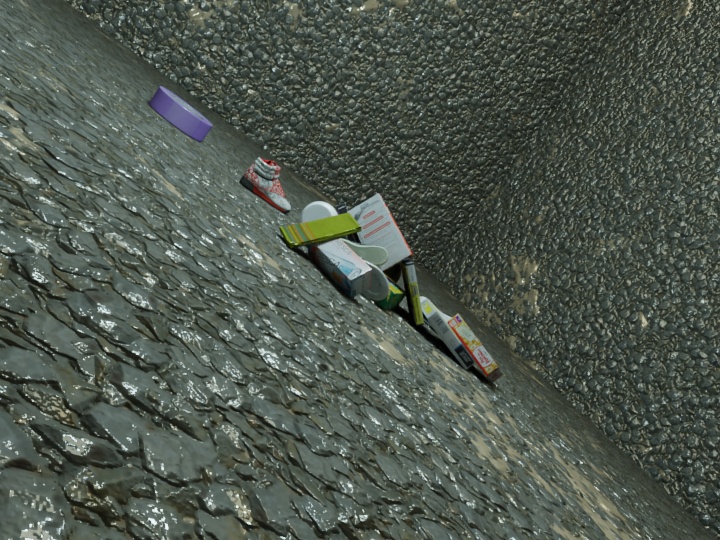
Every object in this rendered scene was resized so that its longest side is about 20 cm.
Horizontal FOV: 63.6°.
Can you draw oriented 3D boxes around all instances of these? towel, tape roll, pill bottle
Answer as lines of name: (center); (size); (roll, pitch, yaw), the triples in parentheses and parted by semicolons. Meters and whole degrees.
towel: (-0.100, -0.106, 1.459); (0.197, 0.018, 0.086); (-15, 43, -23)
tape roll: (-0.579, -0.505, 1.881); (0.199, 0.066, 0.200); (39, 7, -6)
pill bottle: (-0.115, -0.138, 1.671); (0.112, 0.113, 0.200); (38, 1, 1)

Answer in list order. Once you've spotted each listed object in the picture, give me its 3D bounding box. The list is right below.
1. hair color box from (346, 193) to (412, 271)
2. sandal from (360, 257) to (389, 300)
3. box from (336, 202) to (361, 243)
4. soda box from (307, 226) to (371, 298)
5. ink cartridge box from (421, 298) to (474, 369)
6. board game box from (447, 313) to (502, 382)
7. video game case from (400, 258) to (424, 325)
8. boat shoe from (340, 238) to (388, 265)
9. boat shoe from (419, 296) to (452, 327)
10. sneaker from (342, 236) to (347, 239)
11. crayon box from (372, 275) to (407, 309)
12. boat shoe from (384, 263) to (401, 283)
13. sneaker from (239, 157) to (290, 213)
hair color box: (0.057, -0.107, 1.692); (0.202, 0.110, 0.064); (62, 9, 4)
sandal: (-0.005, 0.001, 1.550); (0.201, 0.083, 0.050); (36, 11, -10)
box: (-0.017, -0.087, 1.765); (0.143, 0.036, 0.202); (69, -2, -66)
soda box: (-0.055, -0.023, 1.434); (0.200, 0.068, 0.064); (43, -32, 37)
ink cartridge box: (0.251, 0.178, 1.743); (0.198, 0.047, 0.200); (51, 6, -13)
board game box: (0.353, 0.240, 1.782); (0.201, 0.046, 0.152); (56, 4, 27)
video game case: (0.152, 0.056, 1.745); (0.200, 0.025, 0.184); (-106, -174, -83)
boat shoe: (-0.022, -0.046, 1.626); (0.196, 0.076, 0.062); (6, -6, -3)
boat shoe: (0.252, 0.165, 1.921); (0.200, 0.072, 0.068); (47, 30, 9)
sneaker: (-0.068, -0.093, 1.873); (0.079, 0.074, 0.200); (45, 8, 10)
crayon box: (0.059, 0.050, 1.670); (0.118, 0.059, 0.200); (40, 7, 13)
boat shoe: (0.069, -0.022, 1.820); (0.063, 0.074, 0.201); (33, -9, 37)
sneaker: (-0.265, -0.265, 1.791); (0.200, 0.108, 0.067); (33, 8, -40)
